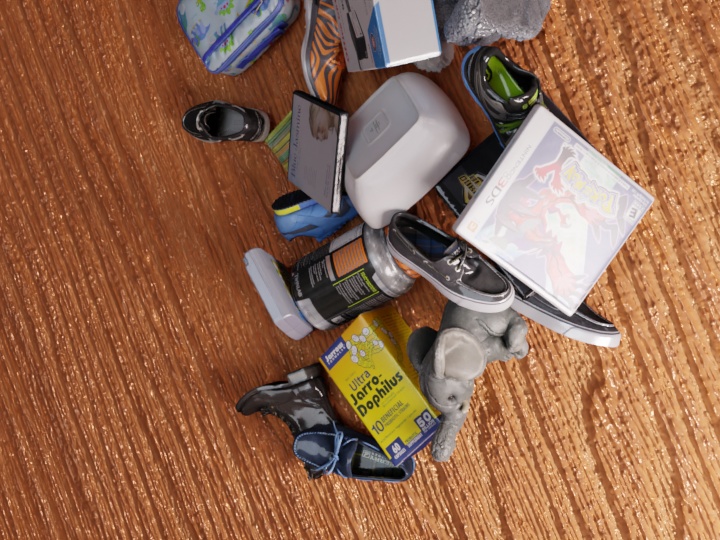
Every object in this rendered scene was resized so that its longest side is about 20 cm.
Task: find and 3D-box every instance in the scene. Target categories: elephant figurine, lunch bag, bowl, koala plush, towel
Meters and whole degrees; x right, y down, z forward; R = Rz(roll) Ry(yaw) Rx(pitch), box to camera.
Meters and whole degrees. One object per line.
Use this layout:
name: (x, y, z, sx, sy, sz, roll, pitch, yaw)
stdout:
elephant figurine: (0.128, 0.122, 1.049, 0.155, 0.199, 0.143, 41, 156, 28)
lunch bag: (-0.202, -0.432, 1.271, 0.198, 0.082, 0.163, -34, 81, 28)
bowl: (0.043, -0.183, 1.094, 0.199, 0.074, 0.202, -41, 42, 18)
koala plush: (0.139, -0.368, 1.059, 0.198, 0.181, 0.183, -8, 83, 50)
towel: (-0.078, -0.166, 1.259, 0.086, 0.018, 0.202, -42, 74, 26)

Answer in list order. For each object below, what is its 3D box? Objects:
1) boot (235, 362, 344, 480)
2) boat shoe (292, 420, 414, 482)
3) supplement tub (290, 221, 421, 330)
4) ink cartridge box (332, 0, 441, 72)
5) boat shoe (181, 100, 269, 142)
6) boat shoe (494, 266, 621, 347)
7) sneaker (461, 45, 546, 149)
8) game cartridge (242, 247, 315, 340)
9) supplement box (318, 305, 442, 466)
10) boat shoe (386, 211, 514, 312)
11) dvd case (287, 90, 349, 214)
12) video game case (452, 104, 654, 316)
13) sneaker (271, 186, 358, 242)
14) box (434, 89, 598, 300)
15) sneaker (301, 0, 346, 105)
boot: (-0.108, 0.265, 1.283, 0.197, 0.069, 0.178, -26, 81, 25)
boat shoe: (-0.012, 0.283, 1.199, 0.194, 0.069, 0.087, 4, 91, 6)
supplement tub: (0.000, 0.000, 1.168, 0.197, 0.122, 0.125, -26, 82, 27)
ink cartridge box: (0.027, -0.353, 1.044, 0.082, 0.200, 0.149, -16, 106, -12)
boat shoe: (-0.244, -0.253, 1.313, 0.197, 0.060, 0.076, 16, 102, 34)
boat shoe: (0.268, 0.038, 1.055, 0.198, 0.071, 0.069, 28, 109, 32)
sneaker: (0.203, -0.199, 0.973, 0.071, 0.083, 0.200, -42, 102, -4)
game cartridge: (-0.120, 0.043, 1.205, 0.040, 0.200, 0.136, -26, 80, 3)
supplement box: (0.050, 0.170, 1.164, 0.109, 0.109, 0.201, -46, 73, 24)
boat shoe: (0.117, -0.018, 1.021, 0.198, 0.070, 0.067, 36, 155, 25)
dvd case: (-0.068, -0.183, 1.158, 0.200, 0.017, 0.146, -139, 51, -58)
video game case: (0.242, -0.071, 0.962, 0.198, 0.023, 0.184, 33, 97, -14)
sneaker: (-0.041, -0.094, 1.213, 0.195, 0.066, 0.080, -13, 119, 16)
box: (0.233, -0.101, 1.035, 0.197, 0.050, 0.201, -39, 76, 5)
sneaker: (-0.029, -0.355, 1.180, 0.110, 0.077, 0.206, -1, 94, 30)
